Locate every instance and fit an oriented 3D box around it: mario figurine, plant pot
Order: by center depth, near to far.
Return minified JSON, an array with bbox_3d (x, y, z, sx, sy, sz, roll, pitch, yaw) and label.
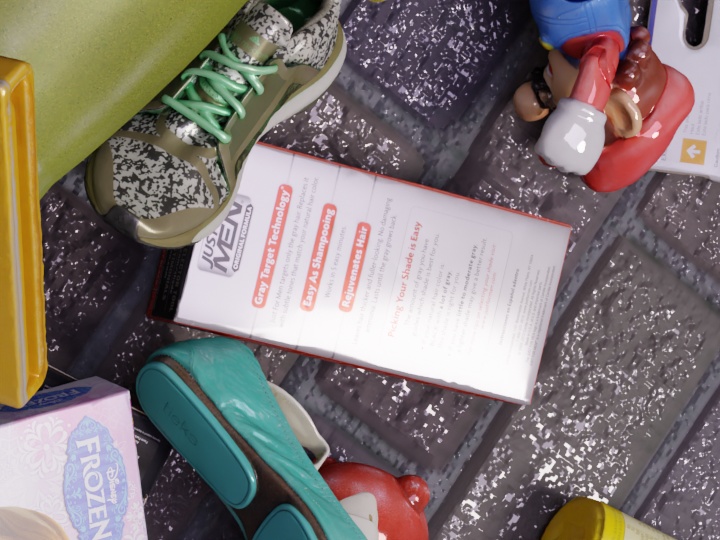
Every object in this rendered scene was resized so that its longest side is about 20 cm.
[{"bbox_3d":[-0.159,-0.135,1.263,0.200,0.200,0.193,37,81,-17],"label":"plant pot"},{"bbox_3d":[0.101,-0.126,1.417,0.123,0.106,0.200,-41,129,-33],"label":"mario figurine"}]

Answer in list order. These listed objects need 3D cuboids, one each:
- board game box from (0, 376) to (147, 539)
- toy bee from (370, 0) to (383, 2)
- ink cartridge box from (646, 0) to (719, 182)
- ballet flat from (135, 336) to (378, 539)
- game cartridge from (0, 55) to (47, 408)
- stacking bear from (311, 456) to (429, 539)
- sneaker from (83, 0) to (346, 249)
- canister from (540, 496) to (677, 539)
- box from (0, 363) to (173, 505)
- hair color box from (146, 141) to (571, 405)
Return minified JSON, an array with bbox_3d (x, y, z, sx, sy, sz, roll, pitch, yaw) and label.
[{"bbox_3d":[-0.194,0.170,1.299,0.199,0.041,0.200,-15,107,-30],"label":"board game box"},{"bbox_3d":[0.008,-0.218,1.380,0.200,0.109,0.131,-41,103,-13],"label":"toy bee"},{"bbox_3d":[0.259,-0.138,1.490,0.200,0.043,0.196,8,90,7],"label":"ink cartridge box"},{"bbox_3d":[-0.031,0.111,1.339,0.070,0.067,0.200,-24,72,-37],"label":"ballet flat"},{"bbox_3d":[-0.236,-0.037,1.205,0.200,0.032,0.176,16,129,16],"label":"game cartridge"},{"bbox_3d":[-0.021,0.195,1.391,0.114,0.121,0.200,37,65,-51],"label":"stacking bear"},{"bbox_3d":[-0.066,-0.093,1.317,0.077,0.089,0.200,31,51,5],"label":"sneaker"},{"bbox_3d":[0.177,0.225,1.472,0.200,0.087,0.149,27,84,-17],"label":"canister"},{"bbox_3d":[-0.215,0.125,1.330,0.200,0.050,0.199,29,84,-32],"label":"box"},{"bbox_3d":[0.000,0.000,1.412,0.200,0.061,0.102,15,87,-20],"label":"hair color box"}]
